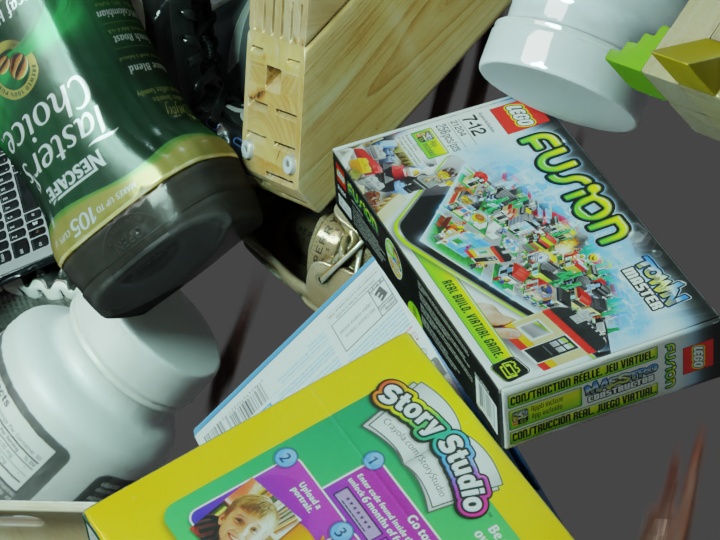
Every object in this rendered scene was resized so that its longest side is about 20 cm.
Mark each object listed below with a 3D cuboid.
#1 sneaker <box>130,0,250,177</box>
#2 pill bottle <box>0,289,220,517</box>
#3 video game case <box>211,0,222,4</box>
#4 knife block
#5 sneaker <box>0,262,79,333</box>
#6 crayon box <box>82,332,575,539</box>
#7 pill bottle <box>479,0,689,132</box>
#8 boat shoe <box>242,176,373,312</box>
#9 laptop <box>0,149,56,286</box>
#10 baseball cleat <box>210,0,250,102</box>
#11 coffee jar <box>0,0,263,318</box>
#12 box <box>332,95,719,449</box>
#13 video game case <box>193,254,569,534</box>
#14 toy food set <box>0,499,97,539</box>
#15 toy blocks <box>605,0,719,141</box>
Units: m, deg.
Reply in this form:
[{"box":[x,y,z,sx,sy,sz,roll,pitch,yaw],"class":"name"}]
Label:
[{"box":[-0.084,-0.110,1.525,0.111,0.073,0.201,21,103,16],"class":"sneaker"},{"box":[-0.168,0.089,1.540,0.200,0.110,0.111,-44,42,21],"class":"pill bottle"},{"box":[-0.062,-0.220,1.546,0.199,0.182,0.022,-26,51,36],"class":"video game case"},{"box":[0.033,-0.136,1.459,0.064,0.175,0.201,25,114,59],"class":"knife block"},{"box":[-0.186,0.025,1.637,0.199,0.091,0.067,-3,31,28],"class":"sneaker"},{"box":[0.004,0.146,1.253,0.172,0.058,0.200,-28,55,-16],"class":"crayon box"},{"box":[0.128,-0.173,1.365,0.112,0.112,0.201,10,76,50],"class":"pill bottle"},{"box":[0.000,0.000,1.442,0.200,0.064,0.072,22,85,52],"class":"boat shoe"},{"box":[-0.241,-0.075,1.622,0.199,0.116,0.187,-23,31,-1],"class":"laptop"},{"box":[-0.036,-0.120,1.566,0.200,0.070,0.107,-29,63,41],"class":"baseball cleat"},{"box":[-0.138,-0.079,1.461,0.104,0.085,0.201,-37,80,19],"class":"coffee jar"},{"box":[0.073,-0.005,1.337,0.110,0.035,0.200,-18,40,-15],"class":"box"},{"box":[0.012,0.110,1.362,0.143,0.018,0.200,-43,57,21],"class":"video game case"},{"box":[-0.186,0.216,1.455,0.143,0.060,0.201,-1,81,20],"class":"toy food set"},{"box":[0.220,-0.109,1.253,0.200,0.100,0.137,26,78,49],"class":"toy blocks"}]
